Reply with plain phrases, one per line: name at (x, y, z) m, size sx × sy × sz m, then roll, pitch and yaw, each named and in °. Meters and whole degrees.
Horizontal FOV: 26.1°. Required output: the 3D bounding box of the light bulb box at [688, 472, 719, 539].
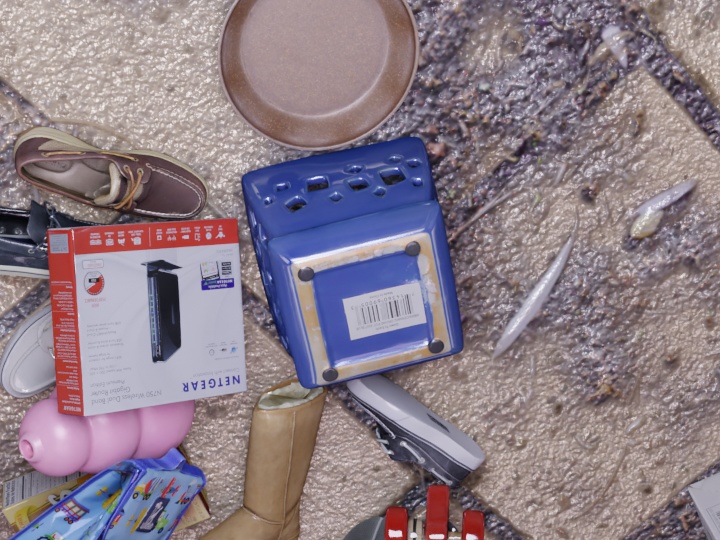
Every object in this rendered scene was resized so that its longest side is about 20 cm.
light bulb box at (0.499, 0.357, 1.832) m, size 0.125 × 0.198 × 0.200 m, roll -23°, pitch 117°, yaw 4°

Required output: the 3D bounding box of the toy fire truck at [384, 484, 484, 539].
toy fire truck at (0.083, 0.353, 1.762) m, size 0.112 × 0.200 × 0.168 m, roll 2°, pitch 158°, yaw 2°

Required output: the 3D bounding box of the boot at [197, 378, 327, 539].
boot at (-0.118, 0.230, 1.696) m, size 0.175 × 0.066 × 0.200 m, roll -25°, pitch 133°, yaw -49°

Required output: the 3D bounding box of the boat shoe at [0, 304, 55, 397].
boat shoe at (-0.296, 0.070, 1.610) m, size 0.200 × 0.066 × 0.072 m, roll -36°, pitch 117°, yaw 8°

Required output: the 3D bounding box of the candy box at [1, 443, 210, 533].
candy box at (-0.279, 0.253, 1.711) m, size 0.200 × 0.055 × 0.116 m, roll -22°, pitch 120°, yaw 0°

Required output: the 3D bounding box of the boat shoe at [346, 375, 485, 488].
boat shoe at (0.050, 0.181, 1.734) m, size 0.200 × 0.072 × 0.068 m, roll 35°, pitch 104°, yaw -31°

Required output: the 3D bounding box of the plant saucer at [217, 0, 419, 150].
plant saucer at (-0.043, -0.217, 1.531) m, size 0.200 × 0.037 × 0.201 m, roll -4°, pitch 116°, yaw -8°

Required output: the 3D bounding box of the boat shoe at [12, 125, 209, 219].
boat shoe at (-0.246, -0.085, 1.538) m, size 0.200 × 0.072 × 0.072 m, roll 18°, pitch 112°, yaw -19°

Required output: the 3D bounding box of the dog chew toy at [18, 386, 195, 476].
dog chew toy at (-0.264, 0.151, 1.588) m, size 0.200 × 0.124 × 0.125 m, roll -20°, pitch 129°, yaw -49°

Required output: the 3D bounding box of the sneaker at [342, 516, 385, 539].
sneaker at (-0.033, 0.367, 1.808) m, size 0.200 × 0.070 × 0.080 m, roll -27°, pitch 121°, yaw 3°

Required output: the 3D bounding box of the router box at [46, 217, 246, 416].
router box at (-0.207, 0.042, 1.534) m, size 0.200 × 0.049 × 0.180 m, roll -6°, pitch 94°, yaw -43°

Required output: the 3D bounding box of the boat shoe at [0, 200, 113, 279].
boat shoe at (-0.316, -0.034, 1.551) m, size 0.199 × 0.075 × 0.062 m, roll 2°, pitch 122°, yaw -6°

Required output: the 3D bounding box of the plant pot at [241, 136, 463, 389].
plant pot at (0.000, 0.000, 1.568) m, size 0.199 × 0.180 × 0.200 m, roll -13°, pitch 117°, yaw -4°

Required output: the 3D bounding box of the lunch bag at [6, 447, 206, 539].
lunch bag at (-0.253, 0.257, 1.606) m, size 0.200 × 0.094 × 0.151 m, roll -47°, pitch 157°, yaw 7°
